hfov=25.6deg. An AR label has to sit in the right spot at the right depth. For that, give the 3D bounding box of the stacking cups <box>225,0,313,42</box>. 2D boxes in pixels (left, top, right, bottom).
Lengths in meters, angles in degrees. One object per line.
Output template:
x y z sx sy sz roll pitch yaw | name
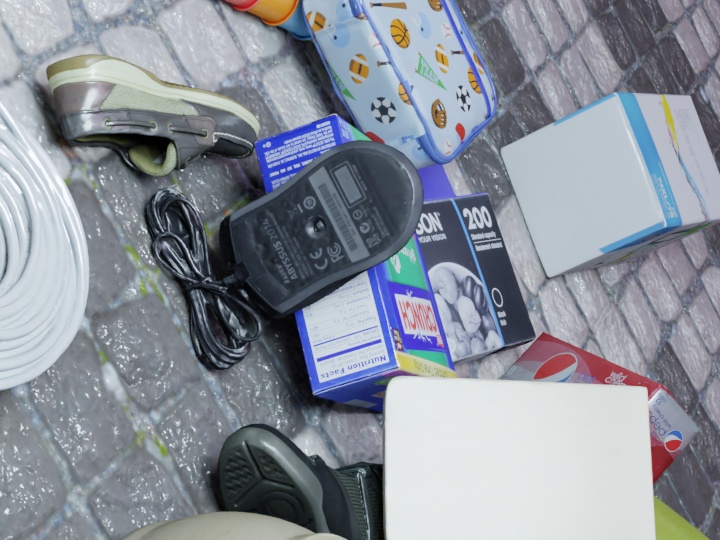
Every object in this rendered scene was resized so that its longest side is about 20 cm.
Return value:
-0.059 -0.228 1.363 0.199 0.060 0.061 15 58 -46 | stacking cups

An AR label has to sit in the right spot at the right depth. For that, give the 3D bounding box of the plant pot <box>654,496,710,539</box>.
0.156 0.218 1.295 0.200 0.187 0.187 46 35 -6 | plant pot

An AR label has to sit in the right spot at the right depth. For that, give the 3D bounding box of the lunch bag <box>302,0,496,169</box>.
0.039 -0.194 1.363 0.160 0.075 0.202 -44 114 -49 | lunch bag

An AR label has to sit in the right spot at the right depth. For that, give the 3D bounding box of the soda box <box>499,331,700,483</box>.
0.205 0.119 1.395 0.070 0.200 0.064 -46 114 -10 | soda box

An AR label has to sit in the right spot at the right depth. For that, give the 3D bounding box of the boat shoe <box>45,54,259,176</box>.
-0.147 -0.100 1.137 0.200 0.071 0.067 16 70 -55 | boat shoe

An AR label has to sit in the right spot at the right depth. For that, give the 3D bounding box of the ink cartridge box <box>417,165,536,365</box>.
0.068 -0.015 1.417 0.197 0.043 0.202 -10 78 -57 | ink cartridge box

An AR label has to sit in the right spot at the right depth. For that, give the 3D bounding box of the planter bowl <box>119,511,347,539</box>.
-0.059 0.239 0.985 0.200 0.134 0.202 32 46 -41 | planter bowl

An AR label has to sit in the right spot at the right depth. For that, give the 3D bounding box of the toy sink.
0.106 0.158 1.175 0.198 0.112 0.132 2 72 -9 | toy sink

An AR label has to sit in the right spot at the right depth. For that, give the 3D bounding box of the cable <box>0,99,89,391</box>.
-0.249 -0.020 0.933 0.200 0.069 0.201 50 37 -26 | cable

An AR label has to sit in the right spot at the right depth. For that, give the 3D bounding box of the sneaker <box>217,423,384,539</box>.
-0.029 0.160 1.136 0.200 0.076 0.115 50 34 -30 | sneaker

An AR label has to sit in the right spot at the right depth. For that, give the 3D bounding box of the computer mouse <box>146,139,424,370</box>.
-0.044 -0.027 1.136 0.140 0.198 0.053 67 12 5 | computer mouse

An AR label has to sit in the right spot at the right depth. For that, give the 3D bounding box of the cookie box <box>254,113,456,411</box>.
0.000 0.000 1.238 0.171 0.074 0.202 25 49 -70 | cookie box

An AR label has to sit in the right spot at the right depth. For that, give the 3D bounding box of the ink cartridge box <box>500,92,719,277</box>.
0.274 -0.092 1.668 0.199 0.146 0.147 -9 77 -56 | ink cartridge box
